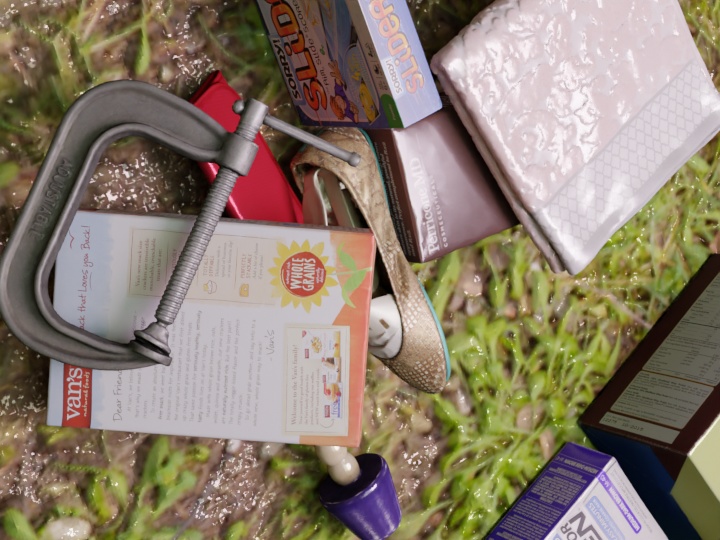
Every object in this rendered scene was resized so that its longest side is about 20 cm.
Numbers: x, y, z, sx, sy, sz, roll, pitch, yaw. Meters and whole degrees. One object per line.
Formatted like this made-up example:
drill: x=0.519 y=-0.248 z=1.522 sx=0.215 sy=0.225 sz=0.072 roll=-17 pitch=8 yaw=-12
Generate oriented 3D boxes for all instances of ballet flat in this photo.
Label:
ballet flat: x=0.000 y=0.000 z=0.983 sx=0.065 sy=0.070 sz=0.202 roll=-24 pitch=93 yaw=-38

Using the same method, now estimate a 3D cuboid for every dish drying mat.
dish drying mat: x=-0.059 y=-0.034 z=0.963 sx=0.201 sy=0.018 sz=0.077 roll=61 pitch=29 yaw=-22

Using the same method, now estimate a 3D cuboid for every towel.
towel: x=0.164 y=-0.129 z=1.010 sx=0.200 sy=0.032 sz=0.192 roll=-42 pitch=114 yaw=-22

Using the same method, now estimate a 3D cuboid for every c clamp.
c clamp: x=-0.120 y=-0.025 z=0.854 sx=0.170 sy=0.027 sz=0.201 roll=30 pitch=88 yaw=-2

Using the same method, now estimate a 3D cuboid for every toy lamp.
toy lamp: x=-0.031 y=0.106 z=0.997 sx=0.058 sy=0.058 sz=0.201 roll=-39 pitch=115 yaw=-21

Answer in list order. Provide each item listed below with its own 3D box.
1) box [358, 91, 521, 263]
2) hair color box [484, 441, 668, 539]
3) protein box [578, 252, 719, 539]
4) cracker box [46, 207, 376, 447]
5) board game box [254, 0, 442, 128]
box: x=0.095 y=-0.086 z=1.041 sx=0.198 sy=0.075 sz=0.101 roll=-22 pitch=107 yaw=-25
hair color box: x=0.145 y=0.247 z=1.118 sx=0.200 sy=0.065 sz=0.110 roll=-46 pitch=117 yaw=-17
protein box: x=0.326 y=0.129 z=1.169 sx=0.200 sy=0.134 sz=0.199 roll=-47 pitch=116 yaw=-17
cracker box: x=-0.093 y=0.034 z=0.901 sx=0.197 sy=0.058 sz=0.136 roll=5 pitch=95 yaw=-3
board game box: x=-0.028 y=-0.191 z=0.917 sx=0.034 sy=0.135 sz=0.202 roll=-30 pitch=109 yaw=-25
